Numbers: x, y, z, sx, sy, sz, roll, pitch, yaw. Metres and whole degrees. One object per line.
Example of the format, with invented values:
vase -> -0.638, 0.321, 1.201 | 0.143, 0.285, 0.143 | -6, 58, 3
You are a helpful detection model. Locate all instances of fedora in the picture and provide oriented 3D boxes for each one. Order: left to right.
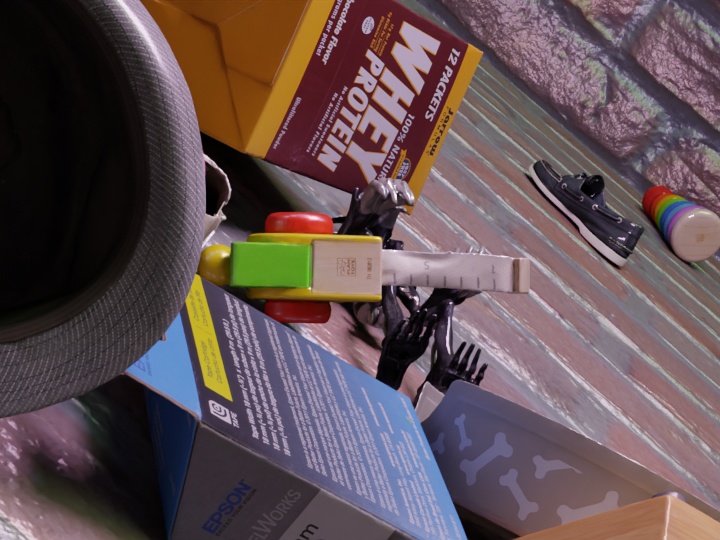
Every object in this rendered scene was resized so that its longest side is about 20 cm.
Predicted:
fedora -> -0.155, -0.045, 0.651 | 0.090, 0.176, 0.201 | -163, -131, -81

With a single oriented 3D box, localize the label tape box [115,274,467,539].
label tape box -> -0.052, 0.075, 0.737 | 0.200, 0.063, 0.144 | 33, 17, -26

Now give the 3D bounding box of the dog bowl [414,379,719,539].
dog bowl -> 0.109, 0.126, 0.862 | 0.199, 0.059, 0.200 | 28, -8, 4

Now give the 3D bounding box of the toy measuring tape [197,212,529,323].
toy measuring tape -> 0.000, 0.000, 0.974 | 0.199, 0.074, 0.074 | 2, 23, -6

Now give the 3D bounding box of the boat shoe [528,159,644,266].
boat shoe -> 0.290, -0.090, 2.042 | 0.074, 0.066, 0.200 | 25, 21, -43

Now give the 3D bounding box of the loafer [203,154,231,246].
loafer -> -0.109, -0.043, 0.929 | 0.076, 0.068, 0.200 | 38, 16, -15

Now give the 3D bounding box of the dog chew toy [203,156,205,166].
dog chew toy -> -0.159, -0.086, 0.812 | 0.200, 0.125, 0.124 | 41, 15, 13

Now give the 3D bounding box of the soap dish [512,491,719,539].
soap dish -> 0.146, 0.180, 0.734 | 0.200, 0.157, 0.082 | 31, 53, -28

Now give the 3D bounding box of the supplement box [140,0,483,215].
supplement box -> -0.061, -0.153, 1.137 | 0.197, 0.133, 0.200 | 28, 6, 35

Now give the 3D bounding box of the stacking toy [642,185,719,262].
stacking toy -> 0.498, -0.084, 2.520 | 0.085, 0.085, 0.200 | 34, 12, -20

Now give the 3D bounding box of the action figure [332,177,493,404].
action figure -> 0.030, 0.001, 1.082 | 0.119, 0.102, 0.200 | 29, 22, -31
